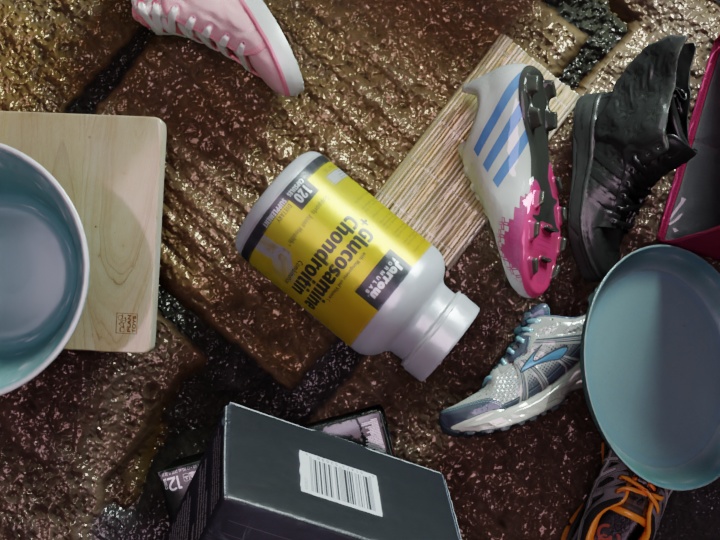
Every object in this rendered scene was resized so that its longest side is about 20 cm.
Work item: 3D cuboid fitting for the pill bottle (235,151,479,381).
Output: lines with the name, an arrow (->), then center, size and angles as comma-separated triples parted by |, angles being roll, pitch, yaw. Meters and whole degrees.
pill bottle -> 0.000, 0.000, 0.866 | 0.200, 0.112, 0.112 | 39, 90, 3

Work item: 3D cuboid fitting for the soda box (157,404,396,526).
soda box -> -0.069, 0.174, 0.883 | 0.199, 0.071, 0.064 | -15, 87, 1

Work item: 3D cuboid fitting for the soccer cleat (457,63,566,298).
soccer cleat -> 0.127, -0.076, 0.876 | 0.086, 0.070, 0.201 | -4, 85, 36

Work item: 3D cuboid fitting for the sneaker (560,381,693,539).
sneaker -> 0.237, 0.184, 0.871 | 0.078, 0.077, 0.201 | 22, 88, 4

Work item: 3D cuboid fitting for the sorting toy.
sorting toy -> -0.270, -0.034, 0.897 | 0.197, 0.070, 0.201 | 3, 89, 2

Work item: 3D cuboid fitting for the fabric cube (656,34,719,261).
fabric cube -> 0.382, -0.091, 0.814 | 0.198, 0.196, 0.201 | 17, 88, 1

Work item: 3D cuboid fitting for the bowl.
bowl -> -0.300, 0.000, 0.811 | 0.199, 0.105, 0.202 | 0, 89, 2

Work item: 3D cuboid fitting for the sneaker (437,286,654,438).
sneaker -> 0.151, 0.080, 0.884 | 0.199, 0.078, 0.087 | -25, 82, -8

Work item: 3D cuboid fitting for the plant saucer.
plant saucer -> 0.253, 0.080, 0.844 | 0.199, 0.027, 0.202 | 6, 79, -30

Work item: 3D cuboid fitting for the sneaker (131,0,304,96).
sneaker -> -0.135, -0.218, 0.894 | 0.104, 0.075, 0.201 | -32, 80, -4

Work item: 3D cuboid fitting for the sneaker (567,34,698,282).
sneaker -> 0.236, -0.092, 0.865 | 0.104, 0.060, 0.201 | -3, 84, 39

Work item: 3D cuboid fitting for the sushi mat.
sushi mat -> 0.102, -0.106, 0.915 | 0.096, 0.012, 0.200 | 38, 90, 2

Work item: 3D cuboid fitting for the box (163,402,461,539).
box -> -0.052, 0.242, 0.803 | 0.199, 0.124, 0.197 | 21, 113, -15
